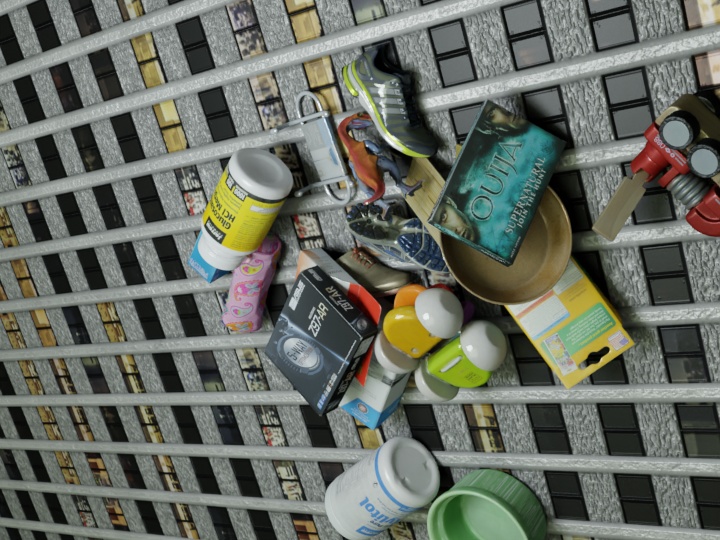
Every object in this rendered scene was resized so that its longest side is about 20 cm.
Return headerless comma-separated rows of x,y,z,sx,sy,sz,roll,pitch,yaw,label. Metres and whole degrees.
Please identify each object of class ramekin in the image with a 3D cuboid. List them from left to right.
0.225,0.445,1.691,0.199,0.098,0.202,15,119,29,ramekin

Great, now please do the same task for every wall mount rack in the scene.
-0.064,-0.195,1.596,0.173,0.074,0.201,-7,108,50,wall mount rack

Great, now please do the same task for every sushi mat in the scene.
0.121,-0.096,1.504,0.201,0.012,0.096,58,141,38,sushi mat

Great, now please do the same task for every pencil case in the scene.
-0.205,0.022,1.804,0.087,0.087,0.201,32,127,19,pencil case

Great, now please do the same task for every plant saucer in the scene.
0.204,-0.048,1.398,0.201,0.200,0.035,54,166,2,plant saucer

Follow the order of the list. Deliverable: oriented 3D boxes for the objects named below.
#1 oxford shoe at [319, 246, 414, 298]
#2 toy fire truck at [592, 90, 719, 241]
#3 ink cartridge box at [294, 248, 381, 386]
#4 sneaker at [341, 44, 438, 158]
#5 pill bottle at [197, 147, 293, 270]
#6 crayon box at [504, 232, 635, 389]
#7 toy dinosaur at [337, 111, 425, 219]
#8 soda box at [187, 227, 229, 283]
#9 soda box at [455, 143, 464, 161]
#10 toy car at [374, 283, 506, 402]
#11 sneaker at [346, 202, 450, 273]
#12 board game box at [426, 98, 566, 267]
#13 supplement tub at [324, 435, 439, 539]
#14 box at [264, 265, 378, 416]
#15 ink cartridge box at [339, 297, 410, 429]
0.000,0.000,1.659,0.199,0.070,0.075,5,112,33,oxford shoe
0.422,-0.105,1.292,0.176,0.128,0.200,47,141,7,toy fire truck
-0.049,0.080,1.634,0.200,0.050,0.163,45,132,45,ink cartridge box
0.055,-0.259,1.500,0.200,0.074,0.081,50,127,3,sneaker
-0.201,-0.099,1.645,0.112,0.112,0.201,41,126,12,pill bottle
0.301,0.059,1.460,0.125,0.052,0.201,-37,87,17,crayon box
0.017,-0.180,1.515,0.105,0.200,0.182,-41,75,8,toy dinosaur
-0.249,-0.074,1.800,0.064,0.068,0.201,41,129,13,soda box
0.182,-0.092,1.477,0.068,0.064,0.202,40,135,52,soda box
0.132,0.099,1.556,0.199,0.151,0.175,35,131,-13,toy car
0.072,-0.049,1.590,0.199,0.078,0.085,26,164,3,sneaker
0.193,-0.124,1.376,0.134,0.201,0.028,27,167,-6,board game box
0.039,0.400,1.779,0.132,0.132,0.200,50,130,5,supplement tub
-0.069,0.118,1.618,0.160,0.043,0.201,46,131,22,box
0.015,0.153,1.709,0.145,0.084,0.201,34,127,21,ink cartridge box
